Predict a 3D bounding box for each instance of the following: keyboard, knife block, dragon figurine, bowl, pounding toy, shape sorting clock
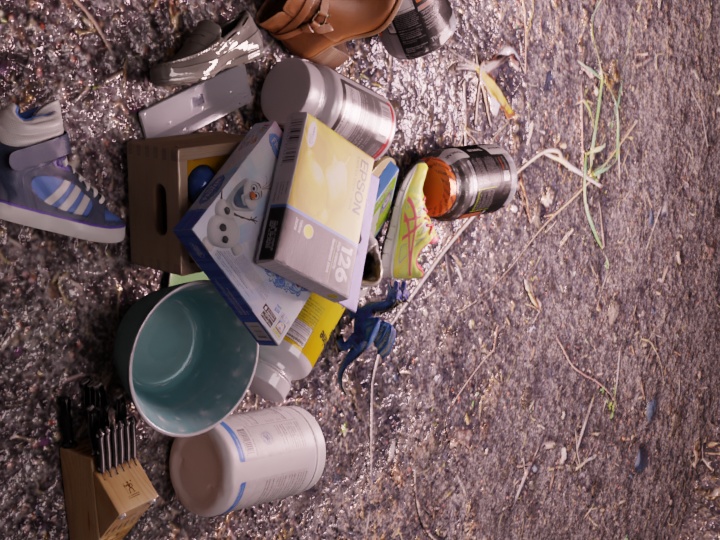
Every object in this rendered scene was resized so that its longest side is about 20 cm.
[{"bbox_3d":[-0.217,-0.220,1.462,0.199,0.011,0.057,-37,120,-42],"label":"keyboard"},{"bbox_3d":[-0.339,0.246,1.377,0.064,0.176,0.200,-17,155,-47],"label":"knife block"},{"bbox_3d":[0.016,0.104,1.747,0.059,0.098,0.203,29,75,-49],"label":"dragon figurine"},{"bbox_3d":[-0.239,0.102,1.412,0.199,0.104,0.204,-14,111,-40],"label":"bowl"},{"bbox_3d":[-0.185,-0.069,1.415,0.183,0.141,0.203,-16,111,-49],"label":"pounding toy"},{"bbox_3d":[0.005,-0.084,1.696,0.201,0.039,0.201,-59,168,-20],"label":"shape sorting clock"}]

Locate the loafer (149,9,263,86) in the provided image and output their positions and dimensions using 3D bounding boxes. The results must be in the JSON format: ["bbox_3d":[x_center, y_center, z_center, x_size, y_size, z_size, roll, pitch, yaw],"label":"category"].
[{"bbox_3d":[-0.204,-0.289,1.422,0.200,0.069,0.071,-38,121,-50],"label":"loafer"}]

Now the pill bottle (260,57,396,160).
[{"bbox_3d":[-0.047,-0.231,1.588,0.199,0.113,0.116,17,85,-51],"label":"pill bottle"}]

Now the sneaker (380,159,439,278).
[{"bbox_3d":[0.090,-0.079,1.787,0.078,0.089,0.203,-70,173,-78],"label":"sneaker"}]

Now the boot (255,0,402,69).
[{"bbox_3d":[-0.038,-0.379,1.533,0.154,0.074,0.200,23,119,-43],"label":"boot"}]

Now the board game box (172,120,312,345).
[{"bbox_3d":[-0.119,-0.047,1.378,0.201,0.043,0.200,57,50,-31],"label":"board game box"}]

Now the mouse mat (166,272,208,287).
[{"bbox_3d":[-0.217,0.064,1.522,0.160,0.007,0.203,9,90,-52],"label":"mouse mat"}]

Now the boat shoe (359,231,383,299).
[{"bbox_3d":[0.000,0.000,1.628,0.071,0.069,0.201,-39,157,-15],"label":"boat shoe"}]

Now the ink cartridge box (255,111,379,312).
[{"bbox_3d":[-0.038,-0.070,1.409,0.199,0.047,0.201,27,67,-44],"label":"ink cartridge box"}]

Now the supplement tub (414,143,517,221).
[{"bbox_3d":[0.172,-0.151,1.872,0.199,0.121,0.125,-13,107,-50],"label":"supplement tub"}]

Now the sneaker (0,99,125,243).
[{"bbox_3d":[-0.343,-0.119,1.265,0.199,0.080,0.149,14,91,-46],"label":"sneaker"}]

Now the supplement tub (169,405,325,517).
[{"bbox_3d":[-0.158,0.265,1.539,0.199,0.131,0.134,0,97,-51],"label":"supplement tub"}]

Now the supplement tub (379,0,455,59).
[{"bbox_3d":[0.061,-0.436,1.661,0.123,0.121,0.201,-53,134,-30],"label":"supplement tub"}]

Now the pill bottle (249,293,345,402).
[{"bbox_3d":[-0.101,0.084,1.587,0.202,0.111,0.113,-60,137,-23],"label":"pill bottle"}]
